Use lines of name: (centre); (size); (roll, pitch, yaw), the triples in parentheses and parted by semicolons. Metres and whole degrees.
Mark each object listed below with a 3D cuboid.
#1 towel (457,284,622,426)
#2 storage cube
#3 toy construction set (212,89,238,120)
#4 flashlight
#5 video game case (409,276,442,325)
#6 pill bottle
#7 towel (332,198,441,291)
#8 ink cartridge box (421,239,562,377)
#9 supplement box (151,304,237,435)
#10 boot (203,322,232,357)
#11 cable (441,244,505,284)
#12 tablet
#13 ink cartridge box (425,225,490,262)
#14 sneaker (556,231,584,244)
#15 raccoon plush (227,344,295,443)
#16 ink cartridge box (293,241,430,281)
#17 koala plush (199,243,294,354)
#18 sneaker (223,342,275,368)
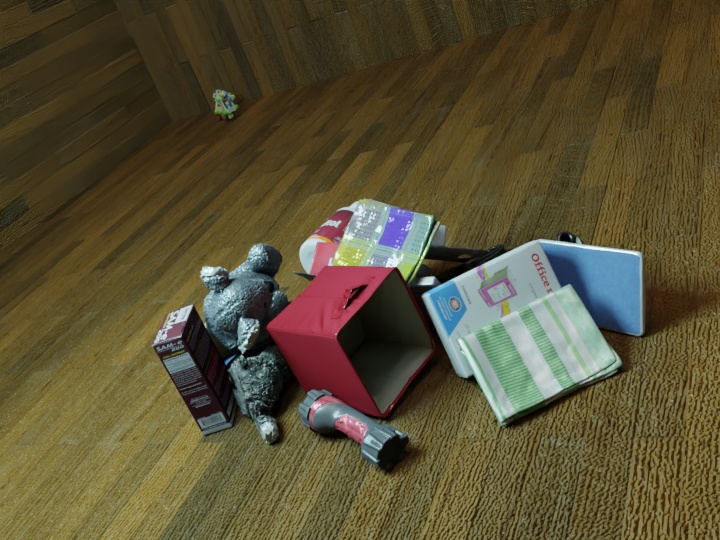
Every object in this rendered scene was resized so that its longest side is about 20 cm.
towel: (0.260, 0.121, 1.175); (0.198, 0.023, 0.154); (-25, 62, -5)
storage cube: (-0.013, 0.108, 1.316); (0.179, 0.201, 0.171); (1, 39, 47)
toy construction set: (-0.605, -0.732, 3.515); (0.091, 0.132, 0.200); (-28, 26, -13)
flashlight: (-0.017, 0.242, 1.218); (0.067, 0.069, 0.199); (12, 6, -38)
video game case: (0.075, 0.059, 1.412); (0.198, 0.143, 0.018); (-4, 57, 35)
pill bottle: (-0.039, -0.068, 1.777); (0.112, 0.114, 0.200); (-1, 32, 38)
towel: (0.037, -0.047, 1.383); (0.199, 0.023, 0.145); (21, 82, 47)
ink cartridge box: (0.217, 0.060, 1.260); (0.198, 0.146, 0.085); (-25, -3, -6)
supplement box: (-0.285, 0.175, 1.407); (0.060, 0.202, 0.109); (-18, 25, 10)
boot: (-0.256, 0.086, 1.556); (0.198, 0.073, 0.156); (-25, 31, 5)
cable: (0.211, 0.014, 1.522); (0.097, 0.051, 0.199); (-23, 7, 42)
tablet: (0.357, 0.023, 1.256); (0.014, 0.132, 0.199); (-16, 17, -37)
ink cartridge box: (0.136, -0.051, 1.499); (0.171, 0.044, 0.200); (3, -6, -6)
sneaker: (0.351, -0.024, 1.363); (0.074, 0.116, 0.200); (-24, 26, -3)
raccoon plush: (-0.143, 0.212, 1.400); (0.133, 0.097, 0.201); (-18, 52, -22)
ink cartridge box: (0.000, 0.000, 1.529); (0.199, 0.175, 0.085); (6, 77, 44)
koala plush: (-0.202, 0.064, 1.375); (0.182, 0.179, 0.200); (-29, -2, 2)
sneaker: (-0.200, 0.132, 1.574); (0.199, 0.071, 0.078); (-34, 33, -20)
